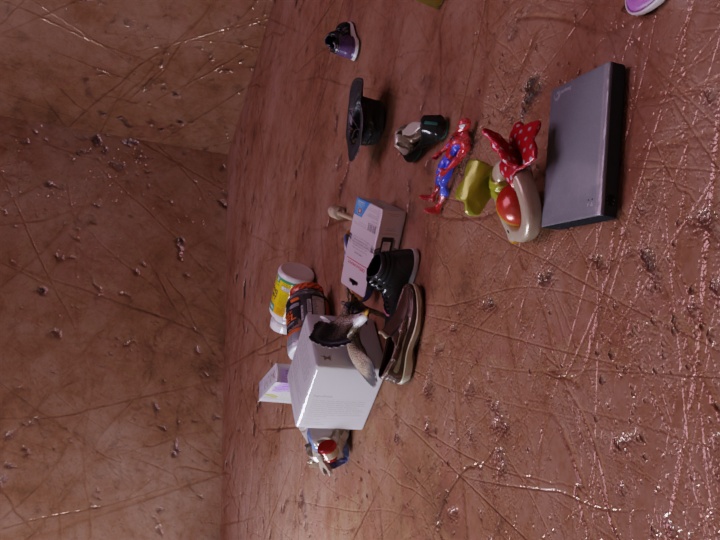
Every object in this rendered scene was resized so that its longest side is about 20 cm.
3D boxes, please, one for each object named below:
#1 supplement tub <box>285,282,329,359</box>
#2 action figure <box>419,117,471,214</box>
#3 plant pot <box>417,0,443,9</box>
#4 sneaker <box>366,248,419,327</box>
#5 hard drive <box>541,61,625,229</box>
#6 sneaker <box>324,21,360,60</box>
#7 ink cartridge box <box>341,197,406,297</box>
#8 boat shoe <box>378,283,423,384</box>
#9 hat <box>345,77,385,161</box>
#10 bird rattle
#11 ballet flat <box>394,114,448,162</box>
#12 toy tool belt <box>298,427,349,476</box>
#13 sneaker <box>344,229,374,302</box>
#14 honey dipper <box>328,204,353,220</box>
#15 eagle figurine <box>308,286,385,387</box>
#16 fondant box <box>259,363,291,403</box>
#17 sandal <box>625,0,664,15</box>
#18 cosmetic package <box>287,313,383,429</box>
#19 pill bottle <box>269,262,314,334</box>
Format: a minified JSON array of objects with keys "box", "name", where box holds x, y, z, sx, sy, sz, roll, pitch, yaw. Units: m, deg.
[{"box":[-0.141,0.141,2.124,0.123,0.121,0.201,120,151,-49],"name":"supplement tub"},{"box":[0.162,-0.200,1.471,0.066,0.051,0.201,-99,26,-48],"name":"action figure"},{"box":[0.101,-0.689,1.593,0.194,0.198,0.197,129,143,-58],"name":"plant pot"},{"box":[0.051,0.045,1.625,0.071,0.098,0.202,-129,47,-62],"name":"sneaker"},{"box":[0.301,-0.163,1.062,0.139,0.033,0.202,169,108,-71],"name":"hard drive"},{"box":[-0.062,-0.670,2.245,0.201,0.087,0.076,-110,32,-54],"name":"sneaker"},{"box":[0.026,-0.050,1.747,0.116,0.067,0.202,33,114,55],"name":"ink cartridge box"},{"box":[0.075,0.124,1.559,0.075,0.074,0.204,-176,93,-71],"name":"boat shoe"},{"box":[0.017,-0.365,1.913,0.201,0.080,0.203,-177,90,-79],"name":"hat"},{"box":[0.232,-0.126,1.165,0.200,0.112,0.164,134,117,-70],"name":"bird rattle"},{"box":[0.111,-0.278,1.614,0.200,0.068,0.069,149,125,-67],"name":"ballet flat"},{"box":[-0.074,0.424,1.870,0.200,0.124,0.124,-124,14,-68],"name":"toy tool belt"},{"box":[0.000,0.000,1.867,0.088,0.074,0.201,94,174,-55],"name":"sneaker"},{"box":[-0.039,-0.147,2.069,0.200,0.038,0.038,-153,72,-68],"name":"honey dipper"},{"box":[-0.024,0.134,1.626,0.152,0.150,0.201,90,-170,-47],"name":"eagle figurine"},{"box":[-0.189,0.316,2.167,0.200,0.143,0.059,130,144,-58],"name":"fondant box"},{"box":[0.366,-0.390,0.924,0.203,0.049,0.083,127,145,-57],"name":"sandal"},{"box":[-0.058,0.231,1.776,0.168,0.165,0.201,-106,29,-49],"name":"cosmetic package"},{"box":[-0.214,0.087,2.375,0.113,0.112,0.201,-115,36,-58],"name":"pill bottle"}]
